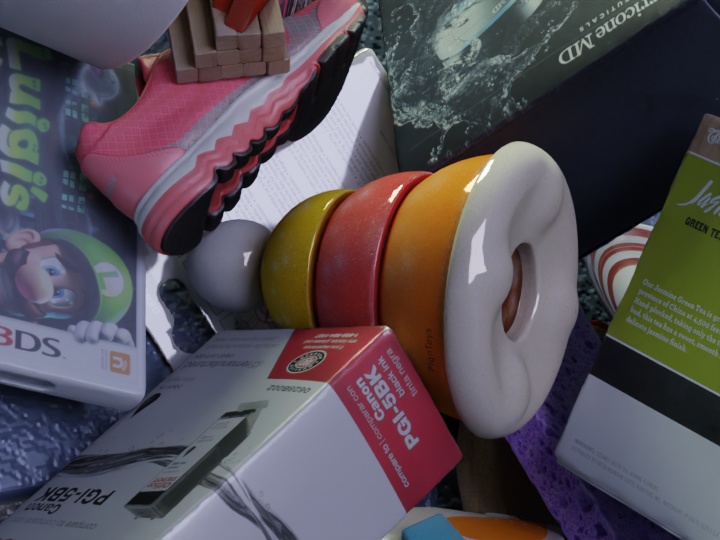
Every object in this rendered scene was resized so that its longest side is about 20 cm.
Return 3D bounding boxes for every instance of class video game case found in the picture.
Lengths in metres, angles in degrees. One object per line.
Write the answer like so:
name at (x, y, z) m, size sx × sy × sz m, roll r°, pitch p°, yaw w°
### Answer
video game case at (-0.190, -0.040, 1.094) m, size 0.181 × 0.023 × 0.200 m, roll 15°, pitch 55°, yaw -29°

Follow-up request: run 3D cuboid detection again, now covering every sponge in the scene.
sponge at (0.128, 0.102, 1.180) m, size 0.111 × 0.030 × 0.200 m, roll -8°, pitch 64°, yaw -57°

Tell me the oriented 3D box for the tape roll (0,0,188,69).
tape roll at (-0.151, -0.217, 1.094) m, size 0.139 × 0.203 × 0.203 m, roll 22°, pitch 62°, yaw -28°

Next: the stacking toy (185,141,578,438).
stacking toy at (0.000, 0.000, 1.113) m, size 0.146 × 0.200 × 0.147 m, roll 8°, pitch 90°, yaw -65°

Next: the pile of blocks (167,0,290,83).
pile of blocks at (-0.055, -0.189, 1.133) m, size 0.082 × 0.062 × 0.200 m, roll 13°, pitch 58°, yaw 6°

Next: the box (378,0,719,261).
box at (0.122, -0.129, 1.207) m, size 0.117 × 0.196 × 0.200 m, roll 38°, pitch 31°, yaw -35°

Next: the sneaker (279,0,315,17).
sneaker at (-0.072, -0.212, 1.224) m, size 0.075 × 0.081 × 0.200 m, roll -25°, pitch 89°, yaw -36°

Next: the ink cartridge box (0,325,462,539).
ink cartridge box at (-0.074, 0.116, 1.044) m, size 0.200 × 0.147 × 0.083 m, roll -42°, pitch 113°, yaw -33°

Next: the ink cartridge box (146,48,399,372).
ink cartridge box at (-0.034, -0.006, 1.210) m, size 0.200 × 0.050 × 0.161 m, roll -34°, pitch 94°, yaw -20°

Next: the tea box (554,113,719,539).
tea box at (0.239, 0.051, 1.125) m, size 0.200 × 0.134 × 0.197 m, roll 19°, pitch 98°, yaw -43°

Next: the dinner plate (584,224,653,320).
dinner plate at (0.213, 0.044, 1.320) m, size 0.200 × 0.024 × 0.200 m, roll 27°, pitch 29°, yaw -17°

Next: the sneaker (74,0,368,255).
sneaker at (-0.070, -0.098, 1.144) m, size 0.087 × 0.074 × 0.200 m, roll 36°, pitch 54°, yaw 9°

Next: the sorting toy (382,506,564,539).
sorting toy at (0.003, 0.198, 1.112) m, size 0.180 × 0.107 × 0.201 m, roll 11°, pitch 70°, yaw 1°

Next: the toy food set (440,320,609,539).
toy food set at (0.132, 0.122, 1.266) m, size 0.200 × 0.049 × 0.199 m, roll 2°, pitch 72°, yaw -34°
